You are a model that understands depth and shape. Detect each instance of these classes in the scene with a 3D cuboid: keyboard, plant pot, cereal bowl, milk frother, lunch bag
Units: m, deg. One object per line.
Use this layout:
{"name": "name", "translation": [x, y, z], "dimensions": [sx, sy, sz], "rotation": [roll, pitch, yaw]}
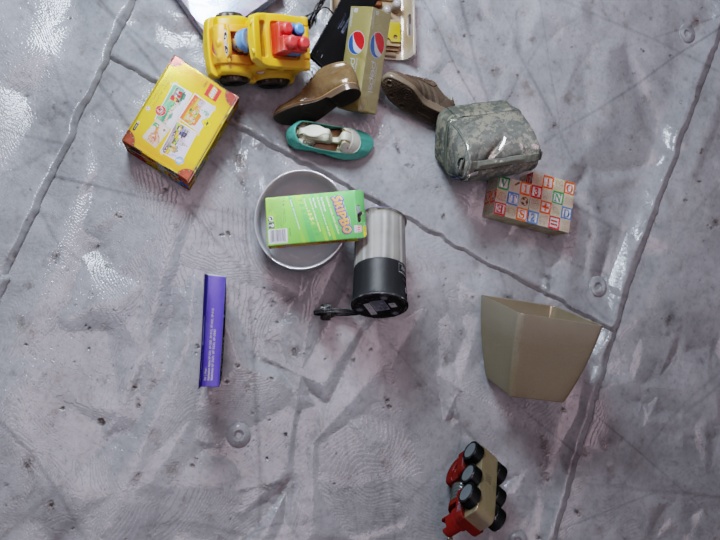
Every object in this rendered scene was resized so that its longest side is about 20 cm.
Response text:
{"name": "keyboard", "translation": [-0.050, -0.526, 1.276], "dimensions": [0.126, 0.020, 0.204], "rotation": [31, 87, -37]}
{"name": "plant pot", "translation": [0.369, 0.171, 1.329], "dimensions": [0.193, 0.200, 0.183], "rotation": [9, 97, -13]}
{"name": "cereal bowl", "translation": [-0.116, -0.095, 1.253], "dimensions": [0.193, 0.083, 0.207], "rotation": [0, 79, 2]}
{"name": "milk frother", "translation": [0.000, 0.000, 1.258], "dimensions": [0.193, 0.182, 0.194], "rotation": [0, 63, 3]}
{"name": "lunch bag", "translation": [0.268, -0.265, 1.313], "dimensions": [0.194, 0.169, 0.143], "rotation": [-9, 125, -15]}

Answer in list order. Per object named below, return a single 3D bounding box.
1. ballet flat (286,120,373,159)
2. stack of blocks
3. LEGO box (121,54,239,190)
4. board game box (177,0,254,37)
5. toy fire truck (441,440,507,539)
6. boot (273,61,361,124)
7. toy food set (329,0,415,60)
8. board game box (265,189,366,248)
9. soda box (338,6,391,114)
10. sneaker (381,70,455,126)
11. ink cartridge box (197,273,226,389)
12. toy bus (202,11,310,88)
{"name": "ballet flat", "translation": [-0.059, -0.276, 1.296], "dimensions": [0.193, 0.070, 0.070], "rotation": [4, 88, -14]}
{"name": "stack of blocks", "translation": [0.387, -0.161, 1.410], "dimensions": [0.194, 0.058, 0.119], "rotation": [11, 84, -13]}
{"name": "LEGO box", "translation": [-0.353, -0.291, 1.218], "dimensions": [0.147, 0.077, 0.204], "rotation": [31, 80, -11]}
{"name": "board game box", "translation": [-0.293, -0.606, 1.268], "dimensions": [0.199, 0.043, 0.201], "rotation": [-39, 97, -13]}
{"name": "toy fire truck", "translation": [0.219, 0.498, 1.301], "dimensions": [0.128, 0.177, 0.200], "rotation": [39, 121, -9]}
{"name": "boot", "translation": [-0.095, -0.363, 1.272], "dimensions": [0.195, 0.073, 0.078], "rotation": [-19, 75, 16]}
{"name": "toy food set", "translation": [0.026, -0.544, 1.338], "dimensions": [0.193, 0.060, 0.149], "rotation": [-1, 87, -14]}
{"name": "board game box", "translation": [-0.087, -0.100, 1.198], "dimensions": [0.193, 0.030, 0.099], "rotation": [-5, 79, 3]}
{"name": "soda box", "translation": [0.007, -0.436, 1.283], "dimensions": [0.067, 0.063, 0.207], "rotation": [-7, 110, -51]}
{"name": "sneaker", "translation": [0.128, -0.389, 1.350], "dimensions": [0.197, 0.070, 0.078], "rotation": [27, 60, -28]}
{"name": "ink cartridge box", "translation": [-0.276, 0.111, 1.152], "dimensions": [0.042, 0.200, 0.205], "rotation": [3, 86, -10]}
{"name": "toy bus", "translation": [-0.188, -0.438, 1.194], "dimensions": [0.195, 0.190, 0.141], "rotation": [-7, 100, -31]}
